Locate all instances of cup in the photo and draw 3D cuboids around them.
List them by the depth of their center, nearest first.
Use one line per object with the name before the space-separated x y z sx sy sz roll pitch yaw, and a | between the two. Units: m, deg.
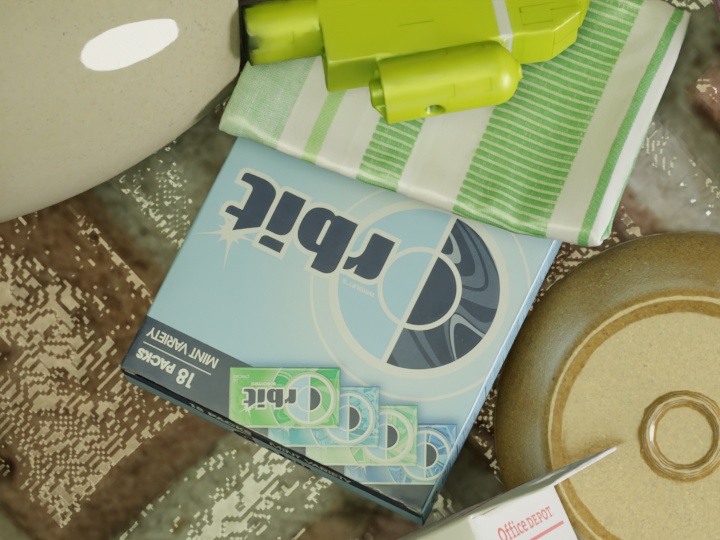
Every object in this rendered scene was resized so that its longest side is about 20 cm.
cup | -0.139 -0.129 1.483 0.142 0.200 0.202 -7 91 -12

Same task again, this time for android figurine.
android figurine | 0.035 -0.158 1.478 0.199 0.041 0.183 -8 65 -2

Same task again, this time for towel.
towel | 0.050 -0.101 1.484 0.199 0.023 0.153 20 66 7

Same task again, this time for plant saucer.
plant saucer | 0.163 0.082 1.500 0.199 0.035 0.202 0 93 10

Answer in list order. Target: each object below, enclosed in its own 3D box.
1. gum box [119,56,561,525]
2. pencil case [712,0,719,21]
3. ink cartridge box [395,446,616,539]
gum box | 0.000 0.000 1.496 0.169 0.045 0.201 25 79 8
pencil case | 0.262 -0.172 1.449 0.199 0.087 0.088 -26 87 11
ink cartridge box | 0.039 0.160 1.464 0.199 0.117 0.068 -27 86 24
